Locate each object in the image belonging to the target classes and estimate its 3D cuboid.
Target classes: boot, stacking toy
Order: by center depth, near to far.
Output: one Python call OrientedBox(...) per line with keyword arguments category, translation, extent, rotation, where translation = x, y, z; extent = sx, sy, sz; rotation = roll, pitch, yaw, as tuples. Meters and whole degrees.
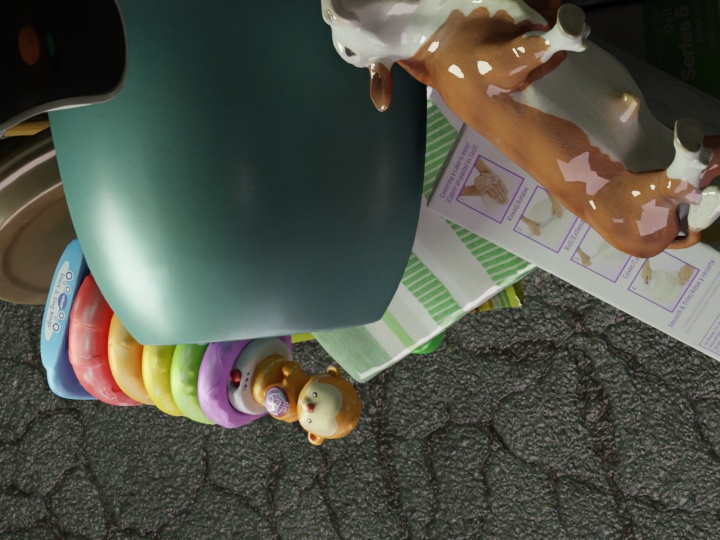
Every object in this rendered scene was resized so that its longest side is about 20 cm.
OrientedBox(category="boot", translation=(-0.197, -0.081, 0.596), extent=(0.143, 0.073, 0.200), rotation=(-4, -175, 19))
OrientedBox(category="stacking toy", translation=(-0.078, 0.049, 0.879), extent=(0.199, 0.117, 0.109), rotation=(24, -168, 36))

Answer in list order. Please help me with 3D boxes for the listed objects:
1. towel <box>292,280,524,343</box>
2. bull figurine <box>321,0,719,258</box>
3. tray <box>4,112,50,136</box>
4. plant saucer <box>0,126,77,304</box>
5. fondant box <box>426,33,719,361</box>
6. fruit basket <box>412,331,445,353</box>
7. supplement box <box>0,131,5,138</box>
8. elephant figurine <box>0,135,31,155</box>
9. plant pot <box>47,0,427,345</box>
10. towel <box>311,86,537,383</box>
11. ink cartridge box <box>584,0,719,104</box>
OrientedBox(category="towel", translation=(0.000, 0.000, 0.966), extent=(0.198, 0.087, 0.018), rotation=(-11, -158, 27))
OrientedBox(category="bull figurine", translation=(0.080, -0.079, 0.653), extent=(0.199, 0.066, 0.121), rotation=(34, 155, -15))
OrientedBox(category="tray", translation=(-0.225, -0.096, 0.879), extent=(0.198, 0.038, 0.098), rotation=(-5, 180, -27))
OrientedBox(category="plant saucer", translation=(-0.152, -0.035, 0.932), extent=(0.198, 0.030, 0.200), rotation=(-24, 160, -9))
OrientedBox(category="fondant box", translation=(0.146, -0.042, 0.783), extent=(0.198, 0.059, 0.145), rotation=(26, -144, 2))
OrientedBox(category="fruit basket", translation=(-0.010, -0.047, 1.090), extent=(0.213, 0.157, 0.216), rotation=(16, -161, -6))
OrientedBox(category="supplement box", translation=(-0.254, -0.028, 0.774), extent=(0.109, 0.061, 0.200), rotation=(-50, -170, -36))
OrientedBox(category="elephant figurine", translation=(-0.261, -0.047, 1.014), extent=(0.198, 0.142, 0.156), rotation=(3, 131, -31))
OrientedBox(category="plant pot", translation=(-0.058, -0.048, 0.777), extent=(0.198, 0.163, 0.201), rotation=(-5, 180, 0))
OrientedBox(category="towel", translation=(0.020, -0.030, 0.914), extent=(0.199, 0.153, 0.023), rotation=(-35, -165, 33))
OrientedBox(category="ink cartridge box", translation=(0.141, -0.106, 0.940), extent=(0.198, 0.085, 0.145), rotation=(-6, 180, 26))
